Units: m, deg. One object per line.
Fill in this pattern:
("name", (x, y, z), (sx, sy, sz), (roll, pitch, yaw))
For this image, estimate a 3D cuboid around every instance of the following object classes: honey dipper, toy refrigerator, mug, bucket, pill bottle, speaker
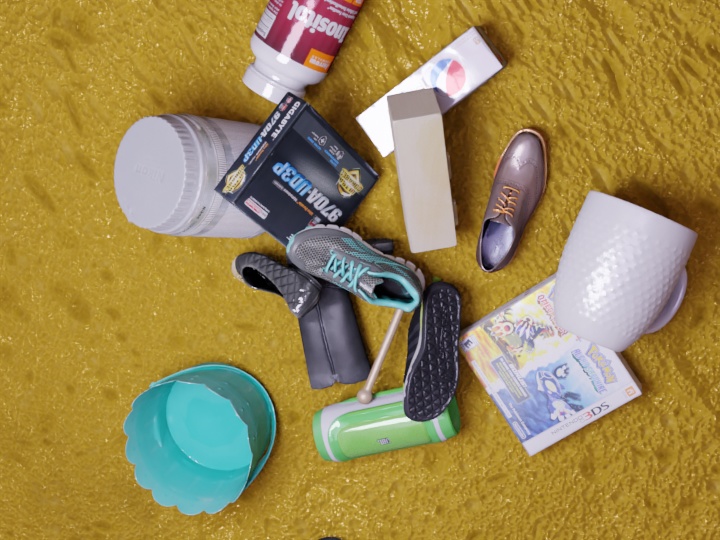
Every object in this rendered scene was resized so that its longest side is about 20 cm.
("honey dipper", (0.041, 0.094, 1.516), (0.038, 0.038, 0.201), (21, 93, 8))
("toy refrigerator", (0.084, -0.129, 1.417), (0.070, 0.076, 0.200), (-9, 124, 0))
("mug", (0.345, 0.014, 1.394), (0.200, 0.148, 0.176), (20, 96, -34))
("bucket", (-0.228, 0.236, 1.583), (0.206, 0.135, 0.208), (3, 104, 13))
("pill bottle", (-0.075, -0.322, 1.436), (0.113, 0.113, 0.200), (30, 108, 5))
("speaker", (0.037, 0.217, 1.543), (0.199, 0.088, 0.089), (-14, 99, 16))

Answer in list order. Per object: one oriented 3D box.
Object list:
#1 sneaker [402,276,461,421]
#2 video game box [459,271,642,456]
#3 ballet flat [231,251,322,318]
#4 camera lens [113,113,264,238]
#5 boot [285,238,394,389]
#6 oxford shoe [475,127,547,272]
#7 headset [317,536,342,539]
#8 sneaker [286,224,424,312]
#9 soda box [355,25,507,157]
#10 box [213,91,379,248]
("sneaker", (0.099, 0.109, 1.495), (0.071, 0.083, 0.201), (14, 85, -12))
("video game box", (0.257, 0.128, 1.493), (0.182, 0.047, 0.200), (-34, 93, 15))
("ballet flat", (-0.127, 0.017, 1.503), (0.057, 0.200, 0.066), (-52, 125, -16))
("camera lens", (-0.206, -0.125, 1.451), (0.160, 0.200, 0.161), (0, 89, 40))
("boot", (-0.014, 0.062, 1.529), (0.164, 0.066, 0.201), (-7, 97, 23))
("oxford shoe", (0.202, -0.089, 1.442), (0.071, 0.073, 0.201), (15, 105, 10))
("headset", (-0.061, 0.462, 1.612), (0.199, 0.124, 0.094), (8, 124, 26))
("sneaker", (0.000, 0.000, 1.426), (0.199, 0.091, 0.078), (19, 105, -13))
("soda box", (0.094, -0.238, 1.440), (0.200, 0.064, 0.068), (-36, 92, 17))
("box", (-0.079, -0.116, 1.423), (0.046, 0.200, 0.159), (35, 86, 38))
